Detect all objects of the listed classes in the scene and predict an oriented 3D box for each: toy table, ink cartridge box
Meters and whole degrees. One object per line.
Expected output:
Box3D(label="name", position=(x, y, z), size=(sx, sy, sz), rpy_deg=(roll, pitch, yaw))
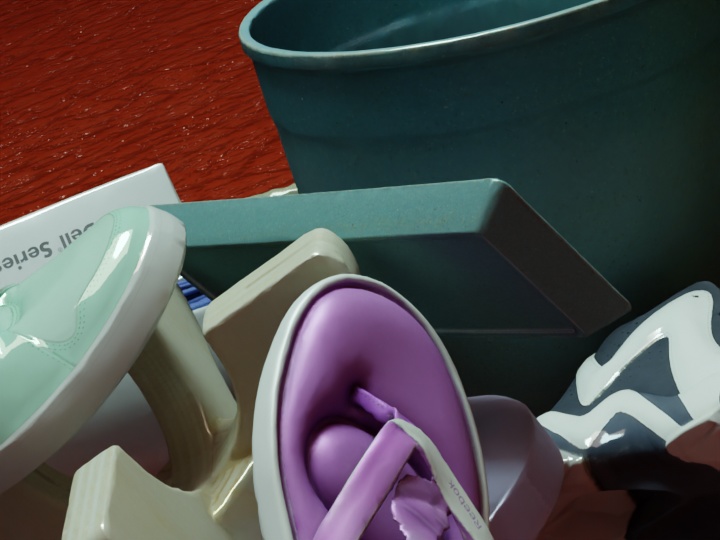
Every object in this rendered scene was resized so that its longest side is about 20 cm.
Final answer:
Box3D(label="toy table", position=(-0.046, 0.077, 0.749), size=(0.200, 0.117, 0.184), rpy_deg=(-39, 22, 5))
Box3D(label="ink cartridge box", position=(-0.137, 0.010, 1.081), size=(0.116, 0.068, 0.200), rpy_deg=(-23, -7, -12))

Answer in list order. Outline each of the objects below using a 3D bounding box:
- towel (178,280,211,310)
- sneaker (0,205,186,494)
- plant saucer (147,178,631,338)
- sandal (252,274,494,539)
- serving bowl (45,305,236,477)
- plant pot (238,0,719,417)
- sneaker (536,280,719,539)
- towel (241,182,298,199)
Box3D(label="towel", position=(-0.121, 0.046, 1.029), size=(0.144, 0.024, 0.200), rpy_deg=(-19, -9, -36))
Box3D(label="sneaker", position=(-0.157, 0.022, 0.721), size=(0.200, 0.118, 0.074), rpy_deg=(-40, 20, 2))
Box3D(label="plant saucer", position=(0.000, 0.000, 0.753), size=(0.199, 0.070, 0.019), rpy_deg=(0, 54, 53))
Box3D(label="sandal", position=(0.013, 0.095, 0.646), size=(0.082, 0.205, 0.050), rpy_deg=(13, -26, -32))
Box3D(label="serving bowl", position=(-0.087, 0.067, 0.949), size=(0.199, 0.066, 0.200), rpy_deg=(-21, -7, -3))
Box3D(label="plant pot", position=(0.069, -0.033, 0.910), size=(0.198, 0.190, 0.200), rpy_deg=(-13, 20, 5))
Box3D(label="sneaker", position=(0.148, 0.044, 0.783), size=(0.198, 0.080, 0.130), rpy_deg=(-21, 23, 33))
Box3D(label="towel", position=(0.023, -0.023, 1.082), size=(0.198, 0.035, 0.193), rpy_deg=(-18, -11, -8))
